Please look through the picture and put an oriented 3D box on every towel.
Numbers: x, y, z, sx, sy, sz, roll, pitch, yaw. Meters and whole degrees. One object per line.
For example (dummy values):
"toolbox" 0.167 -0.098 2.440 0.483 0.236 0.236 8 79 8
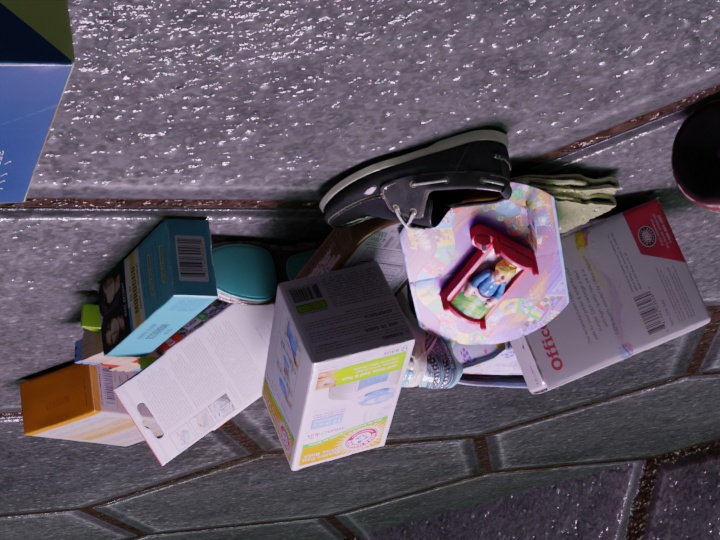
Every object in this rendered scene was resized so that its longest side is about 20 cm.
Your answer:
"towel" 0.160 -0.055 1.553 0.148 0.037 0.200 3 158 -38

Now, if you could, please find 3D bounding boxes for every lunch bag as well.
"lunch bag" 0.185 0.081 1.854 0.168 0.128 0.200 4 165 -32

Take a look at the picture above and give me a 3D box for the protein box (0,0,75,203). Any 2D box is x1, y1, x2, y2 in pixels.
"protein box" -0.287 -0.135 0.876 0.197 0.136 0.200 -3 162 -22

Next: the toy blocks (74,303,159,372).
"toy blocks" -0.244 0.084 1.695 0.199 0.101 0.136 7 167 -28

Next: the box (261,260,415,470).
"box" -0.027 0.099 1.509 0.112 0.102 0.201 -12 145 -20

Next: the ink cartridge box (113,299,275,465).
"ink cartridge box" -0.167 0.108 1.620 0.199 0.109 0.050 -36 -159 -16

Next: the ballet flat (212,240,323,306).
"ballet flat" -0.092 0.004 1.558 0.199 0.068 0.075 -4 173 -28

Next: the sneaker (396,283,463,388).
"sneaker" 0.063 0.061 1.605 0.086 0.201 0.078 16 125 -17

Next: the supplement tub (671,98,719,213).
"supplement tub" 0.391 -0.098 1.430 0.107 0.108 0.199 -24 159 38

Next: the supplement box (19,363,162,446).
"supplement box" -0.328 0.173 1.937 0.125 0.074 0.200 -19 160 27

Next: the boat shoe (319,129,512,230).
"boat shoe" 0.049 -0.071 1.391 0.199 0.068 0.072 -17 163 26

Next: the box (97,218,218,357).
"box" -0.209 0.020 1.507 0.049 0.083 0.200 2 159 -30

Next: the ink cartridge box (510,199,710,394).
"ink cartridge box" 0.254 0.030 1.612 0.199 0.149 0.086 -21 173 -7

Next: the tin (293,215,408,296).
"tin" 0.000 0.000 1.518 0.111 0.042 0.200 10 133 -38

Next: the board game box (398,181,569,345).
"board game box" 0.126 0.007 1.475 0.157 0.039 0.201 -11 125 3
